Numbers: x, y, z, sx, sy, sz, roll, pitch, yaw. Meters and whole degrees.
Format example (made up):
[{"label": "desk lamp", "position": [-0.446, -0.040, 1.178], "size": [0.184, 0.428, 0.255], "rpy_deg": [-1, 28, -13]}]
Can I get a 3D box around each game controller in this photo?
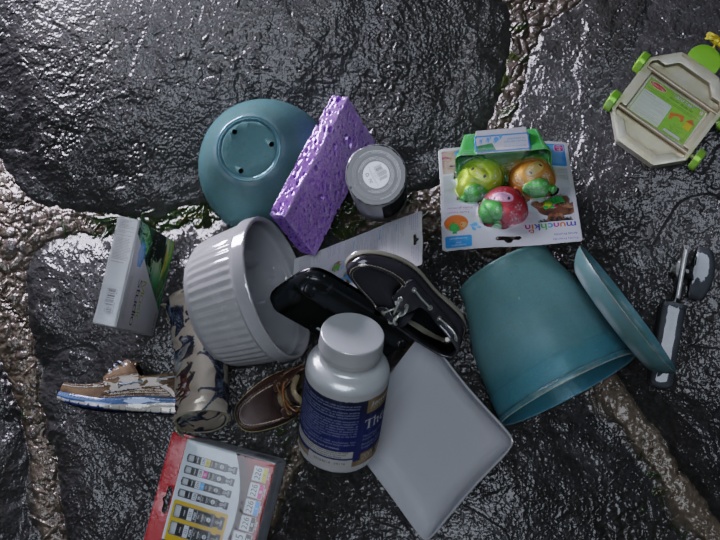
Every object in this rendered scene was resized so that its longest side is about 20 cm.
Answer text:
[{"label": "game controller", "position": [-0.022, 0.061, 1.465], "size": [0.104, 0.199, 0.042], "rpy_deg": [-25, 44, 43]}]

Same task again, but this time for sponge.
[{"label": "sponge", "position": [-0.051, -0.131, 1.531], "size": [0.030, 0.112, 0.201], "rpy_deg": [15, 68, 29]}]

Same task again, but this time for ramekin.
[{"label": "ramekin", "position": [-0.157, 0.035, 1.507], "size": [0.104, 0.200, 0.202], "rpy_deg": [-16, 81, 18]}]

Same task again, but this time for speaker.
[{"label": "speaker", "position": [0.024, -0.116, 1.500], "size": [0.081, 0.200, 0.082], "rpy_deg": [0, 86, 2]}]

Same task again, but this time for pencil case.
[{"label": "pencil case", "position": [-0.227, 0.126, 1.534], "size": [0.089, 0.078, 0.201], "rpy_deg": [-21, 62, 27]}]

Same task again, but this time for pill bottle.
[{"label": "pill bottle", "position": [-0.020, 0.158, 1.443], "size": [0.110, 0.111, 0.201], "rpy_deg": [14, 127, 8]}]

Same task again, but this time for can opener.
[{"label": "can opener", "position": [0.439, 0.063, 1.502], "size": [0.066, 0.053, 0.201], "rpy_deg": [10, 85, 9]}]

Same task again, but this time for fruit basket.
[{"label": "fruit basket", "position": [0.197, -0.109, 1.493], "size": [0.184, 0.094, 0.201], "rpy_deg": [-3, 41, 7]}]

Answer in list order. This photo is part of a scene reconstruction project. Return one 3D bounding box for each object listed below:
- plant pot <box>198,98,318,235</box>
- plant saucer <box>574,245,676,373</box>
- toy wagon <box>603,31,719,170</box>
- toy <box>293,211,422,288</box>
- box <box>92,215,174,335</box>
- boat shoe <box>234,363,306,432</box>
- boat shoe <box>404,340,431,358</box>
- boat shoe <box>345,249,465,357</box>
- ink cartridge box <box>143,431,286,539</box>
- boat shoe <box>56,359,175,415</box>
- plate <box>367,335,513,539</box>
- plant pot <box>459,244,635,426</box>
[{"label": "plant pot", "position": [-0.143, -0.157, 1.558], "size": [0.199, 0.135, 0.202], "rpy_deg": [-1, 82, 6]}, {"label": "plant saucer", "position": [0.333, 0.055, 1.417], "size": [0.027, 0.200, 0.201], "rpy_deg": [-39, 80, 13]}, {"label": "toy wagon", "position": [0.445, -0.241, 1.547], "size": [0.155, 0.040, 0.200], "rpy_deg": [37, 88, 9]}, {"label": "toy", "position": [0.000, 0.000, 1.502], "size": [0.199, 0.047, 0.116], "rpy_deg": [-18, 38, 17]}, {"label": "box", "position": [-0.308, 0.013, 1.523], "size": [0.036, 0.200, 0.145], "rpy_deg": [12, 85, 4]}, {"label": "boat shoe", "position": [-0.089, 0.166, 1.541], "size": [0.199, 0.072, 0.073], "rpy_deg": [-23, 81, 3]}, {"label": "boat shoe", "position": [0.045, 0.041, 1.554], "size": [0.073, 0.063, 0.200], "rpy_deg": [-39, 76, 16]}, {"label": "boat shoe", "position": [0.061, 0.044, 1.420], "size": [0.200, 0.063, 0.073], "rpy_deg": [36, 127, -27]}, {"label": "ink cartridge box", "position": [-0.215, 0.339, 1.529], "size": [0.174, 0.084, 0.201], "rpy_deg": [13, 85, 9]}, {"label": "boat shoe", "position": [-0.330, 0.166, 1.577], "size": [0.198, 0.072, 0.073], "rpy_deg": [4, 78, -3]}, {"label": "plate", "position": [0.093, 0.222, 1.484], "size": [0.200, 0.032, 0.200], "rpy_deg": [50, 116, 28]}, {"label": "plant pot", "position": [0.230, 0.077, 1.463], "size": [0.199, 0.200, 0.189], "rpy_deg": [-28, 73, 3]}]
